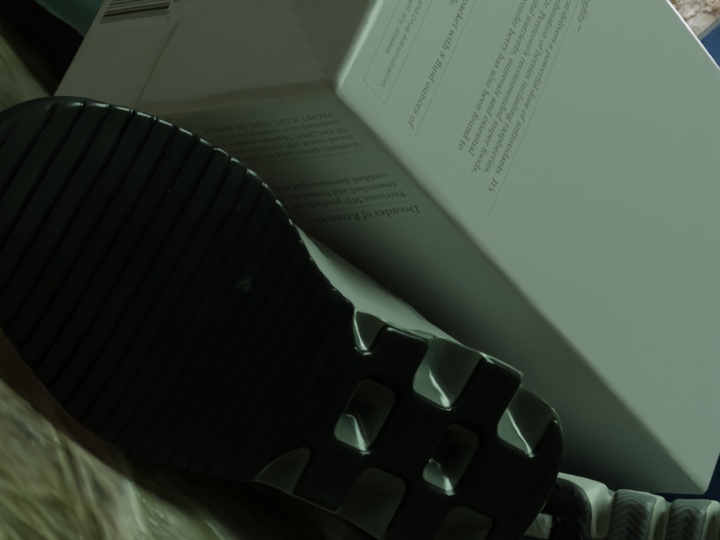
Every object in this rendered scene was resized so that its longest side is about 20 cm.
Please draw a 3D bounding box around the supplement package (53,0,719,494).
[{"bbox_3d":[0.027,-0.033,0.681,0.120,0.121,0.200,-4,-38,42],"label":"supplement package"}]

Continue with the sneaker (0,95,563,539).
[{"bbox_3d":[-0.039,0.013,0.585,0.200,0.074,0.088,37,-4,-41],"label":"sneaker"}]

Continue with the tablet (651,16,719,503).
[{"bbox_3d":[0.132,0.018,0.739,0.014,0.130,0.200,11,46,-47],"label":"tablet"}]

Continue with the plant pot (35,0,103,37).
[{"bbox_3d":[-0.032,-0.138,0.821,0.200,0.134,0.200,32,11,-7],"label":"plant pot"}]

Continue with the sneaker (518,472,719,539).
[{"bbox_3d":[0.117,0.102,0.671,0.200,0.075,0.115,15,-5,17],"label":"sneaker"}]
